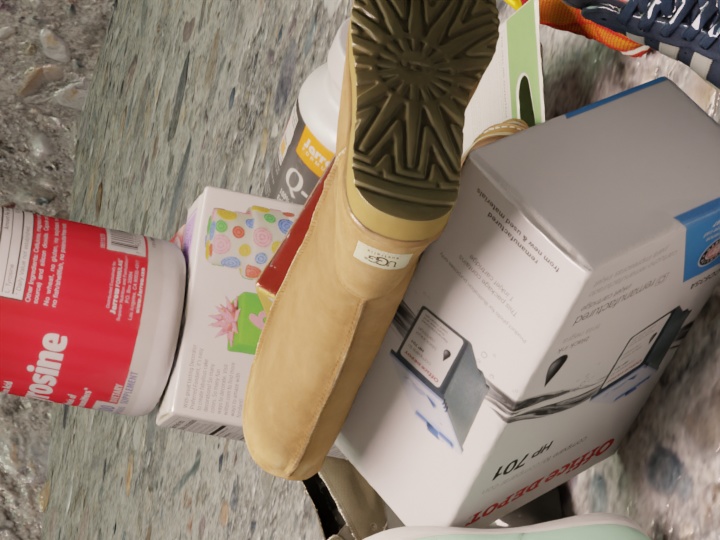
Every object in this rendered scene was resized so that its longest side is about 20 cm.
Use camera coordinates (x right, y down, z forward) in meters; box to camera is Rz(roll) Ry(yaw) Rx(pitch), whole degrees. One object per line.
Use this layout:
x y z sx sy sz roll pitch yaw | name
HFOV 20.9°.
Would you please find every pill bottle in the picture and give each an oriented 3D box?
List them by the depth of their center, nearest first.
-0.215 0.019 1.205 0.112 0.198 0.113 -169 90 -76 | pill bottle
-0.003 -0.081 1.425 0.117 0.115 0.201 -95 21 -45 | pill bottle

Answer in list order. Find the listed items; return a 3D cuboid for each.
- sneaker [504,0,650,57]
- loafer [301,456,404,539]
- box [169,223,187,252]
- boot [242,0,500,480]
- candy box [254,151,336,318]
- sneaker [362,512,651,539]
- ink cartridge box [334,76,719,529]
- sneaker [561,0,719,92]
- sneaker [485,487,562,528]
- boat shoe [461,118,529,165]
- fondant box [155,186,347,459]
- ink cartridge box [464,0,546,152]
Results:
0.123 -0.160 1.091 0.200 0.076 0.074 -167 90 -74 | sneaker
-0.002 0.199 1.273 0.075 0.069 0.202 123 139 -56 | loafer
-0.042 0.047 1.319 0.095 0.198 0.104 140 138 -64 | box
-0.004 -0.026 0.906 0.201 0.066 0.176 114 173 -51 | boot
0.000 0.000 1.100 0.117 0.056 0.200 -59 -12 -13 | candy box
0.062 0.163 0.871 0.118 0.199 0.074 -141 42 -66 | sneaker
0.089 0.022 0.930 0.086 0.146 0.201 45 136 24 | ink cartridge box
0.145 -0.130 0.912 0.200 0.084 0.076 39 116 55 | sneaker
0.076 0.084 1.113 0.091 0.075 0.200 -61 25 24 | sneaker
0.055 0.010 1.075 0.076 0.071 0.201 -74 10 -67 | boat shoe
-0.019 0.041 1.238 0.058 0.198 0.146 147 132 -69 | fondant box
0.091 -0.066 1.154 0.200 0.048 0.147 153 115 -70 | ink cartridge box
